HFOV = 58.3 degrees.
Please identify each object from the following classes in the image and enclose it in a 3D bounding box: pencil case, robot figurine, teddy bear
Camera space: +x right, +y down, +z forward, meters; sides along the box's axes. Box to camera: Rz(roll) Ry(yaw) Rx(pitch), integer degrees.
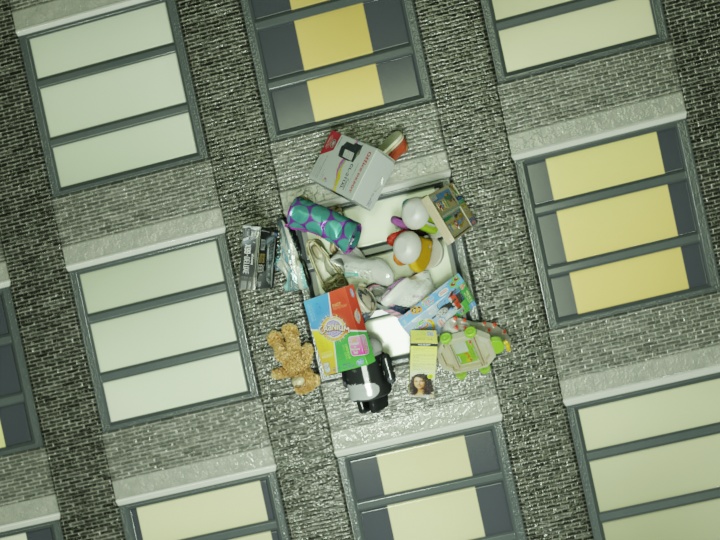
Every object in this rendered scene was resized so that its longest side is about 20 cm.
[{"bbox_3d":[-0.097,-0.119,1.714,0.196,0.085,0.094,25,89,8],"label":"pencil case"},{"bbox_3d":[0.018,0.277,1.740,0.146,0.125,0.206,-13,90,1],"label":"robot figurine"},{"bbox_3d":[-0.035,0.125,1.723,0.200,0.077,0.091,-47,64,32],"label":"pencil case"},{"bbox_3d":[-0.187,0.246,1.779,0.141,0.067,0.206,-9,90,6],"label":"teddy bear"}]

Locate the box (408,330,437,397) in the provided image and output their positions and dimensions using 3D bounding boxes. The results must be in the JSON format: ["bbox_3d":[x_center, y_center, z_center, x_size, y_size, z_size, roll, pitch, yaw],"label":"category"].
[{"bbox_3d":[0.165,0.250,1.712,0.073,0.051,0.204,0,126,4],"label":"box"}]

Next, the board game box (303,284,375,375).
[{"bbox_3d":[-0.056,0.155,1.669,0.151,0.040,0.205,-20,86,36],"label":"board game box"}]

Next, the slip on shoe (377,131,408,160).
[{"bbox_3d":[0.051,-0.289,1.757,0.199,0.074,0.061,-42,121,8],"label":"slip on shoe"}]

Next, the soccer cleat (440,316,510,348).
[{"bbox_3d":[0.312,0.175,1.753,0.195,0.078,0.071,16,53,-13],"label":"soccer cleat"}]

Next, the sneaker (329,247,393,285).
[{"bbox_3d":[0.000,0.000,1.710,0.198,0.087,0.077,27,131,40],"label":"sneaker"}]

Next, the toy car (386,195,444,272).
[{"bbox_3d":[0.141,-0.104,1.723,0.148,0.173,0.206,16,93,39],"label":"toy car"}]

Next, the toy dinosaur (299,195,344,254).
[{"bbox_3d":[-0.091,-0.139,1.771,0.099,0.058,0.203,-29,89,5],"label":"toy dinosaur"}]

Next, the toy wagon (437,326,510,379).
[{"bbox_3d":[0.300,0.212,1.713,0.195,0.040,0.157,-16,127,16],"label":"toy wagon"}]

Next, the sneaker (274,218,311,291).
[{"bbox_3d":[-0.204,-0.039,1.771,0.084,0.078,0.206,-17,90,6],"label":"sneaker"}]

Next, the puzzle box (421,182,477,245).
[{"bbox_3d":[0.235,-0.151,1.686,0.025,0.199,0.135,-31,91,32],"label":"puzzle box"}]

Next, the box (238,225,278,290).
[{"bbox_3d":[-0.269,-0.034,1.712,0.048,0.200,0.163,5,91,5],"label":"box"}]

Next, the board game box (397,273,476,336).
[{"bbox_3d":[0.205,0.110,1.714,0.198,0.151,0.037,-36,56,4],"label":"board game box"}]

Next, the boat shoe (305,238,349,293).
[{"bbox_3d":[-0.090,0.005,1.770,0.072,0.063,0.205,-27,89,4],"label":"boat shoe"}]

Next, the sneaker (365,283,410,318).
[{"bbox_3d":[0.100,0.094,1.750,0.195,0.082,0.072,20,90,3],"label":"sneaker"}]

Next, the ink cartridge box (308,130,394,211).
[{"bbox_3d":[-0.024,-0.266,1.699,0.198,0.082,0.148,30,94,44],"label":"ink cartridge box"}]

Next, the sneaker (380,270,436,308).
[{"bbox_3d":[0.136,0.065,1.699,0.075,0.197,0.101,-40,75,47],"label":"sneaker"}]
